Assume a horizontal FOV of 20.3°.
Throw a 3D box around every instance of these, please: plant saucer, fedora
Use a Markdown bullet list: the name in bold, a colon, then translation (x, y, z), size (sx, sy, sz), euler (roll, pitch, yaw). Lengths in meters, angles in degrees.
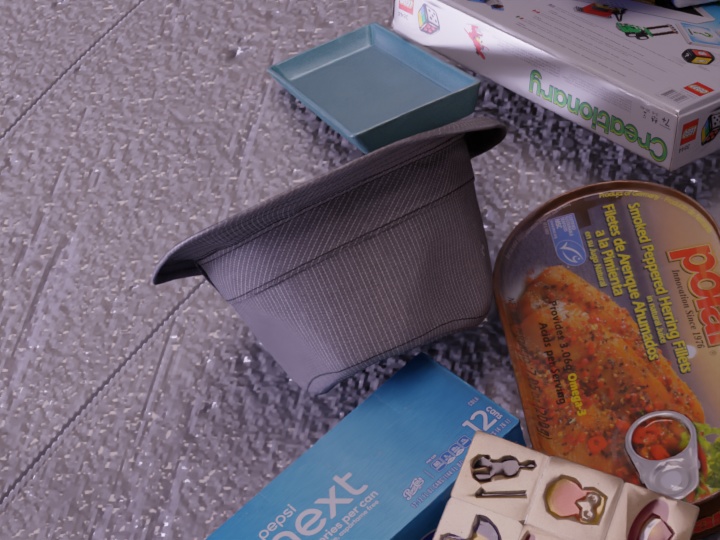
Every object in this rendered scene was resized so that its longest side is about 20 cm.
- **plant saucer**: translation (0.004, -0.096, 1.053), size (0.070, 0.019, 0.200), euler (-23, 21, -8)
- **fedora**: translation (0.000, 0.000, 0.929), size (0.176, 0.091, 0.200), euler (-25, 1, 3)

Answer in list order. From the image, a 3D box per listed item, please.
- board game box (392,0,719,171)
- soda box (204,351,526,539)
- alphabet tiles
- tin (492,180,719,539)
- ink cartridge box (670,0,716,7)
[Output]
- **board game box**: translation (0.129, -0.121, 1.046), size (0.126, 0.035, 0.200), euler (-23, 40, -35)
- **soda box**: translation (-0.016, 0.130, 0.871), size (0.200, 0.064, 0.068), euler (-40, 48, -19)
- **alphabet tiles**: translation (0.058, 0.165, 0.800), size (0.167, 0.008, 0.200), euler (18, 63, 12)
- **tin**: translation (0.127, 0.040, 0.926), size (0.112, 0.042, 0.200), euler (-18, 45, 8)
- **ink cartridge box**: translation (0.170, -0.217, 1.107), size (0.199, 0.047, 0.198), euler (-13, 44, -17)
